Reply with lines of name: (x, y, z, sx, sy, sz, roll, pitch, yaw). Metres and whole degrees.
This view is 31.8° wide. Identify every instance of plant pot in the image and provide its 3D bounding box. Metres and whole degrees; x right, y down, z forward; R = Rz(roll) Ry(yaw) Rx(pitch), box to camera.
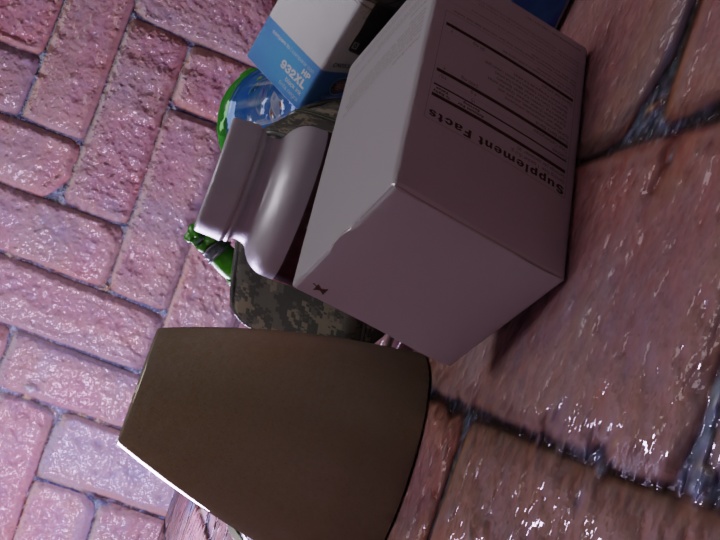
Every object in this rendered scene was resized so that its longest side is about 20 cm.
plant pot: (-0.075, 0.120, 0.961, 0.187, 0.200, 0.188, -160, 90, -81)

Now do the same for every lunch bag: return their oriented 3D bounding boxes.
lunch bag: (-0.012, -0.043, 1.071, 0.168, 0.139, 0.200, -39, -38, -54)

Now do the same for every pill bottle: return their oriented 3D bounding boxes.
pill bottle: (-0.010, -0.034, 0.899, 0.113, 0.200, 0.113, -160, 90, -82)

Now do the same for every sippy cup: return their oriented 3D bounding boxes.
sippy cup: (-0.054, -0.147, 1.253, 0.130, 0.140, 0.178, -6, 93, 57)

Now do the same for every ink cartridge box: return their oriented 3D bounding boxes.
ink cartridge box: (0.016, -0.239, 1.095, 0.145, 0.084, 0.200, -7, -41, -50)

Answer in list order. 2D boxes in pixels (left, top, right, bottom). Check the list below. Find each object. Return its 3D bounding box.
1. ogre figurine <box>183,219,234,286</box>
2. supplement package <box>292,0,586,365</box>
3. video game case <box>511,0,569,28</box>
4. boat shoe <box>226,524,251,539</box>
ogre figurine: (-0.078, -0.022, 1.356, 0.098, 0.200, 0.120, -146, 38, -74)
supplement package: (0.054, -0.067, 0.787, 0.121, 0.120, 0.200, -42, 26, 46)
video game case: (0.112, -0.192, 1.017, 0.181, 0.045, 0.200, -84, 16, -61)
boat shoe: (-0.077, 0.239, 1.149, 0.202, 0.072, 0.060, -117, 49, -70)
